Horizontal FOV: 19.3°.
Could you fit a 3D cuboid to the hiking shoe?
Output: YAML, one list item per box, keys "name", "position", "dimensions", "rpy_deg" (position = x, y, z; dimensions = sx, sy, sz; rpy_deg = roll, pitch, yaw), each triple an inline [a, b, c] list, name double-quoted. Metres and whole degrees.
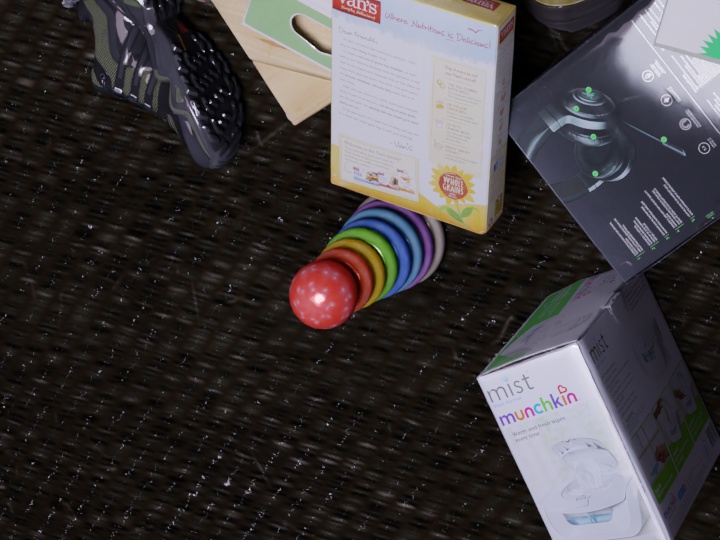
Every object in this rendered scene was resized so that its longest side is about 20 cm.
- name: "hiking shoe"
  position: [-0.176, -0.168, 1.811]
  dimensions: [0.101, 0.076, 0.200]
  rpy_deg: [-31, 85, 36]

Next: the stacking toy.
- name: "stacking toy"
  position: [0.000, 0.000, 1.716]
  dimensions: [0.085, 0.200, 0.086]
  rpy_deg: [7, 110, 19]

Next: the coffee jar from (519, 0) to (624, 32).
- name: "coffee jar"
  position: [0.144, -0.278, 1.578]
  dimensions: [0.085, 0.104, 0.200]
  rpy_deg: [-25, 136, -7]

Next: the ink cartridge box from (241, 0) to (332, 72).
- name: "ink cartridge box"
  position: [0.000, -0.245, 1.650]
  dimensions: [0.145, 0.048, 0.200]
  rpy_deg: [29, 136, 7]

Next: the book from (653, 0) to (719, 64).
- name: "book"
  position: [0.305, -0.243, 1.542]
  dimensions: [0.133, 0.048, 0.200]
  rpy_deg: [16, 92, 2]

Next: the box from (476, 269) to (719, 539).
- name: "box"
  position: [0.196, 0.112, 1.677]
  dimensions: [0.097, 0.200, 0.177]
  rpy_deg: [-22, 99, 27]

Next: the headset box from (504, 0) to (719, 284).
- name: "headset box"
  position: [0.229, -0.113, 1.646]
  dimensions: [0.200, 0.093, 0.174]
  rpy_deg: [-38, 91, 28]

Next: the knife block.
- name: "knife block"
  position: [-0.005, -0.206, 1.726]
  dimensions: [0.175, 0.064, 0.200]
  rpy_deg: [-32, 94, 27]

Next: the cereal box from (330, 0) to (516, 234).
- name: "cereal box"
  position: [0.046, -0.135, 1.647]
  dimensions: [0.144, 0.040, 0.200]
  rpy_deg: [21, 133, 21]
